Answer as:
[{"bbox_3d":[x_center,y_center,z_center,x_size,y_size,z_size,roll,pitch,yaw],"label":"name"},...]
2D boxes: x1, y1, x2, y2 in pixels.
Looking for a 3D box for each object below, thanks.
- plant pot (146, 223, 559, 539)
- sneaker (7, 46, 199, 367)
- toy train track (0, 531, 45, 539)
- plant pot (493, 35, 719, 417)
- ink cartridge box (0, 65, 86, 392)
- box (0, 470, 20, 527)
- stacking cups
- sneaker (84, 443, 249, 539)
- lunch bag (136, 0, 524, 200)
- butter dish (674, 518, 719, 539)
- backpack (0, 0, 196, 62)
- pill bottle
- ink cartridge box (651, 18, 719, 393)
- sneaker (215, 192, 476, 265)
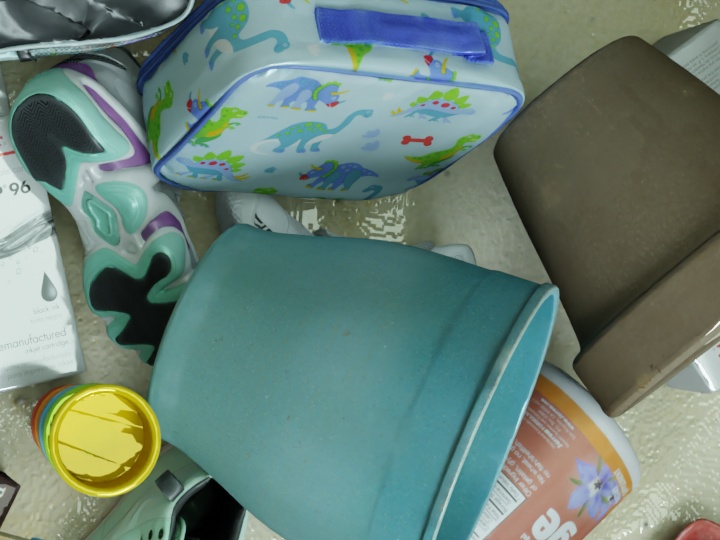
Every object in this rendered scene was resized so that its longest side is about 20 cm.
[{"bbox_3d":[-0.011,0.066,1.107,0.187,0.200,0.201,23,82,12],"label":"plant pot"},{"bbox_3d":[-0.126,-0.051,1.185,0.077,0.140,0.201,-10,116,24],"label":"sneaker"},{"bbox_3d":[-0.186,0.162,1.111,0.199,0.033,0.115,15,102,-2],"label":"toy train track"},{"bbox_3d":[0.173,-0.039,1.155,0.200,0.200,0.175,-36,82,-14],"label":"plant pot"},{"bbox_3d":[-0.244,-0.025,1.162,0.116,0.068,0.201,-14,93,-17],"label":"ink cartridge box"},{"bbox_3d":[-0.311,0.127,1.138,0.199,0.075,0.101,27,81,-17],"label":"box"},{"bbox_3d":[-0.157,0.087,1.117,0.060,0.200,0.061,0,91,-14],"label":"stacking cups"},{"bbox_3d":[-0.139,0.193,1.164,0.074,0.118,0.201,34,81,-15],"label":"sneaker"},{"bbox_3d":[-0.015,-0.107,1.128,0.199,0.161,0.083,2,67,-32],"label":"lunch bag"},{"bbox_3d":[0.254,0.297,1.268,0.199,0.148,0.200,42,79,-11],"label":"butter dish"},{"bbox_3d":[-0.201,-0.207,1.082,0.199,0.151,0.178,-12,108,-11],"label":"backpack"},{"bbox_3d":[0.073,0.158,1.233,0.200,0.112,0.112,-42,101,-13],"label":"pill bottle"},{"bbox_3d":[0.220,-0.041,1.294,0.146,0.086,0.200,-36,100,-14],"label":"ink cartridge box"},{"bbox_3d":[0.000,0.000,1.235,0.115,0.075,0.200,-41,105,-14],"label":"sneaker"}]
